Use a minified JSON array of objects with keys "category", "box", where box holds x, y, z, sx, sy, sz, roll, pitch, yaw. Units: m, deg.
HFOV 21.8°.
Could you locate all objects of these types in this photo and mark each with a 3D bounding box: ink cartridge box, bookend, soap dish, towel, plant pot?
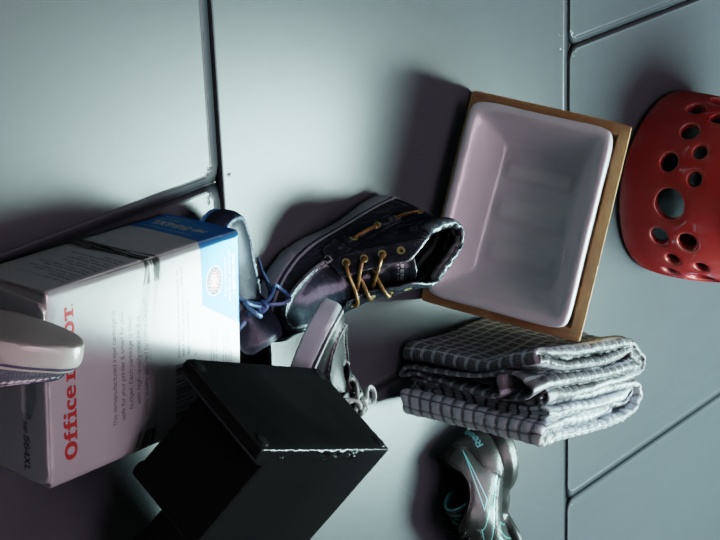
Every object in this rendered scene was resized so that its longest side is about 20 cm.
[{"category":"ink cartridge box","box":[-0.183,0.053,1.366,0.199,0.084,0.147,-19,117,-48]},{"category":"bookend","box":[-0.110,0.172,1.399,0.200,0.092,0.198,-50,157,15]},{"category":"soap dish","box":[0.156,-0.050,1.717,0.081,0.156,0.202,12,92,-69]},{"category":"towel","box":[0.151,0.095,1.741,0.199,0.165,0.086,-7,104,-51]},{"category":"plant pot","box":[0.402,-0.082,1.991,0.200,0.182,0.202,-19,115,-49]}]

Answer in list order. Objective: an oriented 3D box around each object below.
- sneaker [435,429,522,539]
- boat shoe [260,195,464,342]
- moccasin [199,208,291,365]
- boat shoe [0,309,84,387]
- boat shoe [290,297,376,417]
[{"category":"sneaker","box":[0.113,0.249,1.833,0.079,0.075,0.202,-19,109,-35]},{"category":"boat shoe","box":[0.000,0.000,1.577,0.200,0.090,0.071,-40,130,-37]},{"category":"moccasin","box":[-0.089,0.045,1.492,0.080,0.068,0.201,-41,134,-46]},{"category":"boat shoe","box":[-0.283,0.075,1.213,0.198,0.075,0.093,6,105,-16]},{"category":"boat shoe","box":[-0.025,0.109,1.543,0.074,0.068,0.200,-57,164,-52]}]
